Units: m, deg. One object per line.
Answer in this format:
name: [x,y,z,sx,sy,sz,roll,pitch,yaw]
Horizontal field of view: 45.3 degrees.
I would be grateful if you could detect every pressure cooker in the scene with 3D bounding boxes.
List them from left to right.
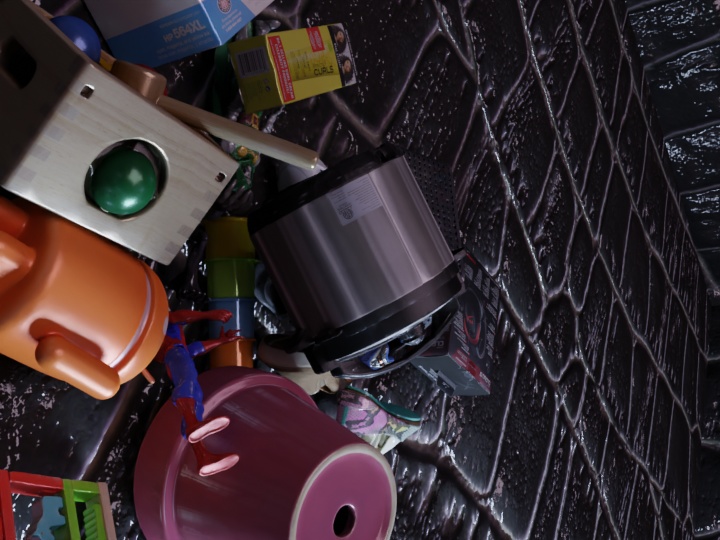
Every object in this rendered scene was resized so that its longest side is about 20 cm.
pressure cooker: [0.000,0.000,0.838,0.202,0.175,0.178,62,24,-3]

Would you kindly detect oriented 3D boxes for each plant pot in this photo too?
plant pot: [-0.073,0.197,0.772,0.199,0.178,0.203,-6,98,-44]

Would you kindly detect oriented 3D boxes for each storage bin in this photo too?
storage bin: [0.045,-0.035,1.038,0.093,0.135,0.202,16,50,-24]

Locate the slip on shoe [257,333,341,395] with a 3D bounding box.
slip on shoe: [-0.059,0.107,0.943,0.200,0.075,0.061,18,88,-77]

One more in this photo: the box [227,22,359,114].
box: [-0.067,-0.224,0.937,0.200,0.050,0.076,-36,116,-60]

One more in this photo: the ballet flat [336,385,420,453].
ballet flat: [0.016,0.192,1.066,0.200,0.068,0.072,36,74,-63]

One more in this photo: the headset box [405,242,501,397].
headset box: [0.140,0.084,1.283,0.149,0.074,0.202,42,50,-47]

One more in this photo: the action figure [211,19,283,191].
action figure: [-0.123,-0.183,0.936,0.118,0.054,0.203,20,71,-58]

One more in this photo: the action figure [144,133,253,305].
action figure: [-0.160,-0.073,0.806,0.118,0.101,0.203,17,71,-46]

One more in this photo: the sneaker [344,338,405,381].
sneaker: [0.036,0.068,1.113,0.076,0.078,0.201,64,34,-29]

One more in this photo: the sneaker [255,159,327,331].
sneaker: [-0.072,-0.033,0.961,0.115,0.074,0.203,-27,110,-59]

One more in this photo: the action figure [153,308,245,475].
action figure: [-0.130,0.078,0.747,0.098,0.200,0.066,-20,128,-20]

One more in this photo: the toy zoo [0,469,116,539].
toy zoo: [-0.253,0.208,0.620,0.199,0.020,0.132,30,33,-53]

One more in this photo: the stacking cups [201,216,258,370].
stacking cups: [-0.134,0.049,0.868,0.060,0.060,0.203,11,77,-57]

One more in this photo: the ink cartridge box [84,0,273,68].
ink cartridge box: [-0.187,-0.306,0.784,0.201,0.124,0.129,65,36,-28]

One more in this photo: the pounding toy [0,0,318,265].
pounding toy: [-0.174,-0.108,0.654,0.143,0.200,0.184,-53,142,5]

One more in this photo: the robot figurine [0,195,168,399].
robot figurine: [-0.227,0.019,0.661,0.200,0.143,0.118,43,67,-51]
